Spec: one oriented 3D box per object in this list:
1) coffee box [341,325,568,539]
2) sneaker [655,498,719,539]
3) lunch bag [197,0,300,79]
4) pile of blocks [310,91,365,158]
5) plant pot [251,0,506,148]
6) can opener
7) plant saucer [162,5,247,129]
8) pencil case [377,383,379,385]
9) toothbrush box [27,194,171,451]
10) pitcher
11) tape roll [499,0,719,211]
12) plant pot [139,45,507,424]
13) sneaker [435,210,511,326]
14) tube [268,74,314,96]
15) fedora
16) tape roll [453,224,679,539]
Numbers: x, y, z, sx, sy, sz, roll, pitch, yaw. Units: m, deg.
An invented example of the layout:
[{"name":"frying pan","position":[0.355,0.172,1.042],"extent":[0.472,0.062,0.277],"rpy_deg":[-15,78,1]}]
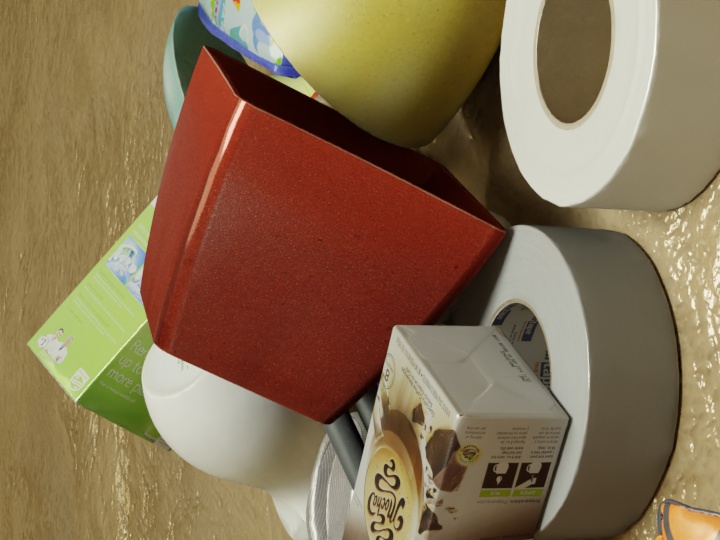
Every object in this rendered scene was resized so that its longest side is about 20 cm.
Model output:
[{"name":"coffee box","position":[0.052,0.149,1.316],"extent":[0.113,0.079,0.201],"rpy_deg":[-126,44,-55]},{"name":"sneaker","position":[0.184,0.197,1.189],"extent":[0.200,0.077,0.113],"rpy_deg":[-36,50,49]},{"name":"lunch bag","position":[-0.060,-0.267,1.738],"extent":[0.200,0.127,0.171],"rpy_deg":[-117,35,-67]},{"name":"pile of blocks","position":[-0.014,-0.148,1.579],"extent":[0.200,0.062,0.082],"rpy_deg":[-75,-29,-52]},{"name":"plant pot","position":[0.035,-0.209,1.463],"extent":[0.142,0.200,0.201],"rpy_deg":[-39,47,26]},{"name":"can opener","position":[0.022,0.156,1.460],"extent":[0.067,0.053,0.201],"rpy_deg":[68,176,-87]},{"name":"plant saucer","position":[-0.129,-0.134,1.834],"extent":[0.039,0.201,0.202],"rpy_deg":[-22,58,18]},{"name":"pencil case","position":[0.000,0.000,1.615],"extent":[0.085,0.092,0.201],"rpy_deg":[-83,1,-76]},{"name":"toothbrush box","position":[-0.155,0.035,1.738],"extent":[0.200,0.146,0.086],"rpy_deg":[-49,55,2]},{"name":"pitcher","position":[-0.089,0.105,1.705],"extent":[0.121,0.200,0.172],"rpy_deg":[-30,41,18]},{"name":"tape roll","position":[0.159,-0.138,1.270],"extent":[0.202,0.070,0.204],"rpy_deg":[-178,90,-68]},{"name":"plant pot","position":[-0.047,-0.015,1.400],"extent":[0.177,0.199,0.200],"rpy_deg":[-62,17,9]},{"name":"sneaker","position":[0.065,0.057,1.475],"extent":[0.082,0.077,0.201],"rpy_deg":[58,-135,-75]},{"name":"tube","position":[-0.038,-0.142,1.777],"extent":[0.052,0.058,0.200],"rpy_deg":[-50,25,-13]},{"name":"fedora","position":[0.015,0.185,1.556],"extent":[0.177,0.090,0.201],"rpy_deg":[-165,78,-67]},{"name":"tape roll","position":[0.126,0.072,1.334],"extent":[0.200,0.066,0.202],"rpy_deg":[-178,90,-68]}]
